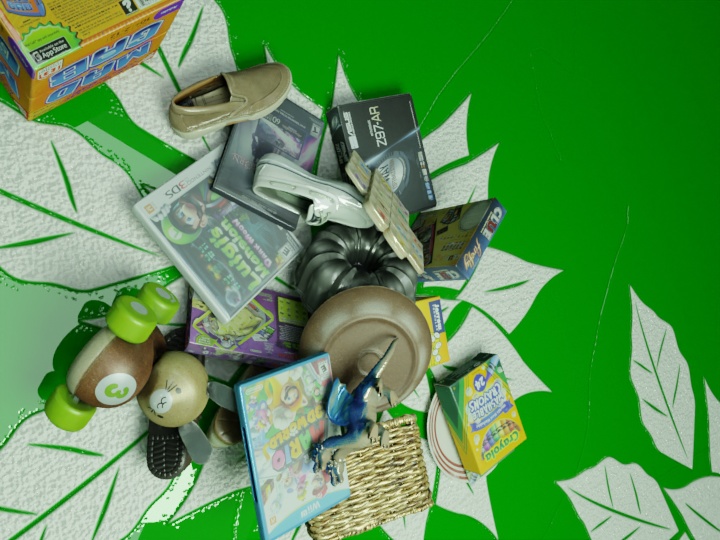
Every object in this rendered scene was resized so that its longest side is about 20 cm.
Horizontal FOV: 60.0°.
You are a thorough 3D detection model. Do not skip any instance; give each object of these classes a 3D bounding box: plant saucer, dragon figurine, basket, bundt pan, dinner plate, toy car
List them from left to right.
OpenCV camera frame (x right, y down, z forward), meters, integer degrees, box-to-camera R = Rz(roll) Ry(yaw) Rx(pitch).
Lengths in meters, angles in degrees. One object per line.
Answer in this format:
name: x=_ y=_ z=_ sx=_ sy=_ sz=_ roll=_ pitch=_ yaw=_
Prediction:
toy car: x=-0.245 y=0.147 z=0.770 sx=0.199 sy=0.158 sz=0.165 roll=38 pitch=99 yaw=-5
dragon figurine: x=-0.007 y=0.177 z=0.818 sx=0.059 sy=0.097 sz=0.205 roll=36 pitch=58 yaw=-49
basket: x=-0.006 y=0.292 z=0.948 sx=0.195 sy=0.143 sz=0.153 roll=-15 pitch=97 yaw=-11
bundt pan: x=0.000 y=0.000 z=0.948 sx=0.196 sy=0.077 sz=0.205 roll=10 pitch=41 yaw=-9
plant saucer: x=0.011 y=0.124 z=0.881 sx=0.195 sy=0.037 sz=0.206 roll=-3 pitch=111 yaw=-8
dinner plate: x=0.196 y=0.282 z=1.146 sx=0.196 sy=0.024 sz=0.206 roll=2 pitch=86 yaw=-32

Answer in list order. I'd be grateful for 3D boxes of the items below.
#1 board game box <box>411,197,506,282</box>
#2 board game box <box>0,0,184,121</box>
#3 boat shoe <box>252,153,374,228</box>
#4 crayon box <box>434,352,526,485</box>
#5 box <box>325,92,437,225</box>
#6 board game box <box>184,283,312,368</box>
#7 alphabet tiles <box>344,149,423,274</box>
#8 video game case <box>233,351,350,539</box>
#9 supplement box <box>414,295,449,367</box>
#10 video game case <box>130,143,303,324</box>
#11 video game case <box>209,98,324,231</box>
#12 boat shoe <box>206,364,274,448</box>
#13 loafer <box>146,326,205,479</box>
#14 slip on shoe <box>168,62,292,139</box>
board game box: x=0.134 y=-0.045 z=1.027 sx=0.035 sy=0.198 sz=0.137 roll=41 pitch=69 yaw=-22
board game box: x=-0.366 y=-0.339 z=0.745 sx=0.199 sy=0.198 sz=0.202 roll=-39 pitch=106 yaw=-26
boat shoe: x=-0.068 y=-0.097 z=0.920 sx=0.196 sy=0.074 sz=0.068 roll=22 pitch=56 yaw=-9
crayon box: x=0.222 y=0.268 z=1.120 sx=0.124 sy=0.051 sz=0.204 roll=-26 pitch=100 yaw=-29
box: x=0.039 y=-0.189 z=1.069 sx=0.157 sy=0.043 sz=0.205 roll=-17 pitch=96 yaw=-31
board game box: x=-0.156 y=0.078 z=0.912 sx=0.196 sy=0.032 sz=0.122 roll=17 pitch=43 yaw=-28
alphabet tiles: x=0.042 y=-0.093 z=0.949 sx=0.014 sy=0.201 sz=0.197 roll=-32 pitch=106 yaw=16
video game case: x=-0.084 y=0.225 z=0.810 sx=0.141 sy=0.018 sz=0.206 roll=-14 pitch=99 yaw=-40
supplement box: x=0.031 y=0.114 z=1.007 sx=0.196 sy=0.109 sz=0.112 roll=-12 pitch=93 yaw=-31
video game case: x=-0.197 y=-0.058 z=0.897 sx=0.201 sy=0.023 sz=0.182 roll=52 pitch=51 yaw=-11
video game case: x=-0.137 y=-0.179 z=0.956 sx=0.141 sy=0.019 sz=0.205 roll=26 pitch=62 yaw=-27
boat shoe: x=-0.154 y=0.180 z=0.921 sx=0.072 sy=0.065 sz=0.200 roll=46 pitch=47 yaw=-6
loafer: x=-0.255 y=0.181 z=0.866 sx=0.071 sy=0.071 sz=0.205 roll=4 pitch=73 yaw=5
slip on shoe: x=-0.186 y=-0.259 z=0.905 sx=0.197 sy=0.061 sz=0.077 roll=-26 pitch=72 yaw=-17
